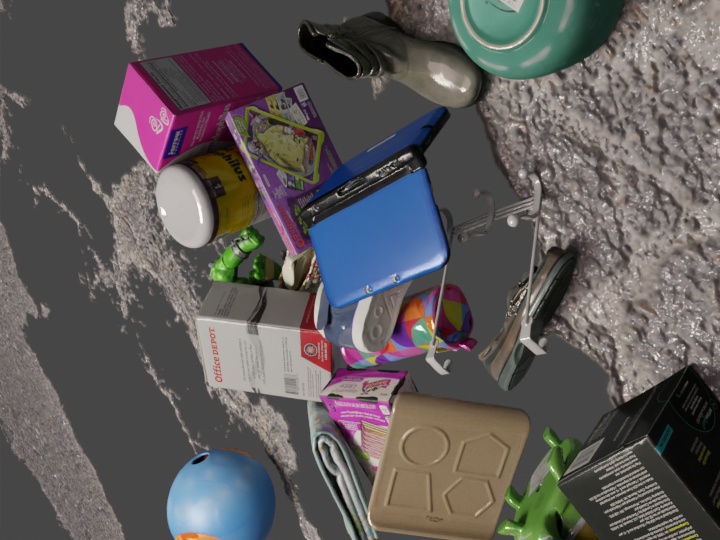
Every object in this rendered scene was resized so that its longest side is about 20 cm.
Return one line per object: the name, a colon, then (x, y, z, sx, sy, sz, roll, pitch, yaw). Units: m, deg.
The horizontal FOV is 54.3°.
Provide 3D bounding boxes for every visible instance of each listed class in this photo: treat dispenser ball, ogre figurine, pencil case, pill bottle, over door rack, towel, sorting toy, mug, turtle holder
treat dispenser ball: (-0.253, 0.430, 1.288, 0.198, 0.199, 0.206, 19, 121, 34)
ogre figurine: (-0.163, 0.039, 1.104, 0.118, 0.100, 0.201, -15, 131, 32)
pencil case: (0.058, 0.080, 0.930, 0.198, 0.088, 0.090, -18, 98, 46)
pill bottle: (-0.172, -0.113, 0.963, 0.107, 0.198, 0.112, 18, 122, 33)
over door rack: (0.130, -0.001, 0.774, 0.146, 0.066, 0.205, -20, 58, 46)
towel: (-0.033, 0.300, 1.068, 0.171, 0.047, 0.205, -136, 26, -76)
sorting toy: (0.112, 0.258, 0.920, 0.180, 0.037, 0.205, 9, 110, -7)
mug: (0.146, -0.259, 0.670, 0.182, 0.113, 0.156, -7, 105, 43)
turtle holder: (0.245, 0.273, 0.791, 0.130, 0.143, 0.186, 33, 172, 7)

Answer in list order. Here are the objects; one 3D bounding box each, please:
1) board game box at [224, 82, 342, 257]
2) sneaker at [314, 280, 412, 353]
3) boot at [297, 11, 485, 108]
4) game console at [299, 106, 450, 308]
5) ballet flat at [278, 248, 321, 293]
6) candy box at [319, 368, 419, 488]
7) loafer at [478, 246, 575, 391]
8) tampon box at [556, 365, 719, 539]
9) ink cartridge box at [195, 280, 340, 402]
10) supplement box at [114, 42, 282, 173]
board game box: (-0.084, -0.135, 0.932, 0.032, 0.118, 0.204, -23, 93, 61)
sneaker: (0.000, 0.000, 0.917, 0.145, 0.080, 0.205, 13, 82, 52)
boot: (0.030, -0.225, 0.779, 0.198, 0.130, 0.069, 34, 129, 25)
game console: (0.032, -0.074, 0.837, 0.198, 0.172, 0.119, -22, 113, 42)
ballet flat: (-0.078, -0.034, 1.012, 0.075, 0.063, 0.204, 32, 127, 28)
candy box: (0.044, 0.235, 0.991, 0.134, 0.061, 0.203, -5, 123, 43)
loafer: (0.184, 0.052, 0.815, 0.063, 0.071, 0.204, 37, 132, 30)
tampon box: (0.330, 0.237, 0.709, 0.202, 0.149, 0.126, 52, 133, 9)
ink cartridge box: (-0.131, 0.106, 1.034, 0.194, 0.085, 0.147, 6, 130, 6)
supplement box: (-0.217, -0.225, 0.951, 0.104, 0.198, 0.102, 47, 133, 13)
